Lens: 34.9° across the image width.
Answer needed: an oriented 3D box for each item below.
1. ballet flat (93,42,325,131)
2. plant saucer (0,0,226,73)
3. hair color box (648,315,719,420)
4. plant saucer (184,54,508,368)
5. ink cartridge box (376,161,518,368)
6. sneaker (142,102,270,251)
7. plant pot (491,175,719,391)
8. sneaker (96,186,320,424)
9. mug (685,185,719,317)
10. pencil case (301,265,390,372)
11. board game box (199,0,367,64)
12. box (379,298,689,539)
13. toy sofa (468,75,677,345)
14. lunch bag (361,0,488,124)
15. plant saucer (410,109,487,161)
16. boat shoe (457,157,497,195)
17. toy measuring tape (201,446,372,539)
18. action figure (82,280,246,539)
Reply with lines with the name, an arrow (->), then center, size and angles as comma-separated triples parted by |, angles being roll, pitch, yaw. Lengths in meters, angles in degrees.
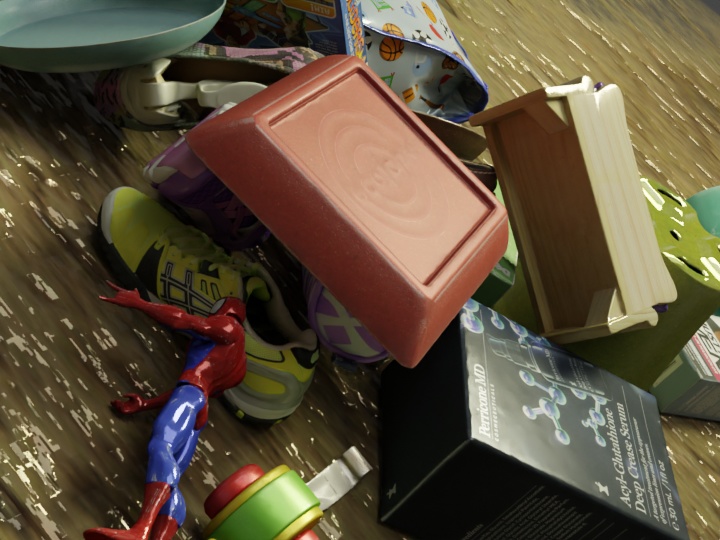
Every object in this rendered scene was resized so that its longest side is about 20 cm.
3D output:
ballet flat -> -0.118, -0.136, 0.863 | 0.199, 0.069, 0.071 | 0, 19, 12
plant saucer -> -0.201, -0.187, 0.876 | 0.199, 0.028, 0.200 | -3, 28, 1
hair color box -> 0.369, 0.101, 1.188 | 0.200, 0.061, 0.099 | 13, 42, -38
plant saucer -> 0.010, -0.058, 0.763 | 0.200, 0.037, 0.200 | 45, 35, 1
ink cartridge box -> 0.078, 0.004, 0.957 | 0.059, 0.104, 0.200 | 34, 33, -10
sneaker -> -0.095, -0.057, 0.816 | 0.089, 0.080, 0.200 | 54, -3, 0
plant pot -> 0.218, 0.024, 1.005 | 0.200, 0.184, 0.201 | 27, 35, -21
sneaker -> -0.100, 0.009, 0.790 | 0.200, 0.076, 0.075 | 46, 34, 9
mug -> 0.432, 0.004, 1.282 | 0.185, 0.152, 0.115 | 26, 35, -20
pencil case -> 0.000, 0.000, 0.847 | 0.085, 0.084, 0.200 | 18, 16, -11
board game box -> -0.093, -0.224, 0.955 | 0.199, 0.136, 0.035 | 20, 60, 18
box -> 0.123, 0.136, 0.844 | 0.200, 0.107, 0.149 | 27, 35, -20
toy sofa -> 0.167, -0.045, 0.898 | 0.097, 0.083, 0.201 | -15, 89, -43
lunch bag -> 0.022, -0.231, 1.165 | 0.200, 0.124, 0.170 | 5, 44, -34
plant saucer -> 0.015, -0.120, 1.024 | 0.200, 0.037, 0.200 | 14, 1, 0
boat shoe -> 0.014, -0.093, 0.911 | 0.199, 0.071, 0.070 | 7, 7, -7
toy measuring tape -> -0.037, 0.140, 0.705 | 0.074, 0.074, 0.200 | 49, 33, 12
action figure -> -0.129, 0.082, 0.677 | 0.099, 0.065, 0.200 | 13, 45, 11
